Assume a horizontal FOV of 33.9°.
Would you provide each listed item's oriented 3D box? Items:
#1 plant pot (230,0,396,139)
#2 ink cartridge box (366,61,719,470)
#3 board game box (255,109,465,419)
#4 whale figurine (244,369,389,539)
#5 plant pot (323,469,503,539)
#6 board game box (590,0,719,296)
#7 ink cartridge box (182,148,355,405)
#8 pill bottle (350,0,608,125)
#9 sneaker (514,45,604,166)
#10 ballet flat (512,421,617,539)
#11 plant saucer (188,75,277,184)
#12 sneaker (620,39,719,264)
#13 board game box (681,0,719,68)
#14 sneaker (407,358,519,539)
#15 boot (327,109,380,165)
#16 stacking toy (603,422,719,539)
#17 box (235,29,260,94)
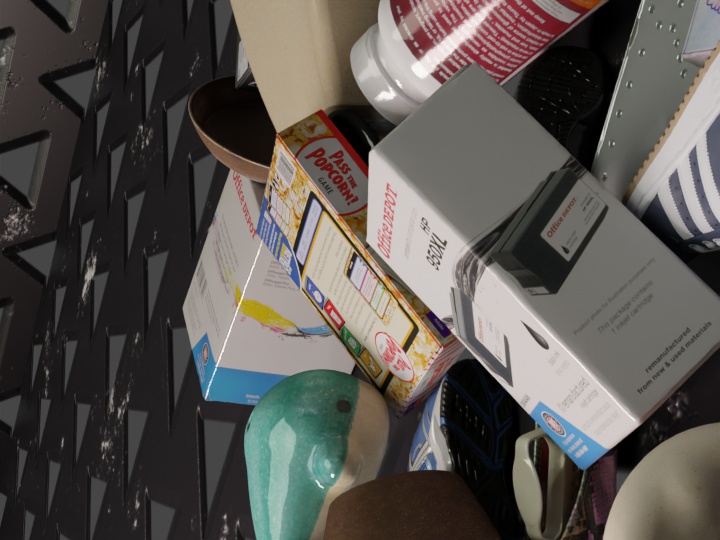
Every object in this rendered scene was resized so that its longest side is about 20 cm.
[{"bbox_3d":[0.004,-0.213,1.026,0.199,0.198,0.179,166,101,-64],"label":"plant pot"},{"bbox_3d":[0.097,0.002,0.670,0.200,0.084,0.145,47,166,13],"label":"ink cartridge box"},{"bbox_3d":[0.000,0.000,0.904,0.201,0.046,0.152,52,156,14],"label":"board game box"},{"bbox_3d":[-0.051,0.167,0.902,0.159,0.103,0.201,125,167,-57],"label":"whale figurine"},{"bbox_3d":[0.042,0.236,0.737,0.187,0.185,0.202,-50,44,49],"label":"plant pot"},{"bbox_3d":[0.210,-0.074,0.697,0.200,0.026,0.202,-140,63,-63],"label":"board game box"},{"bbox_3d":[-0.071,0.011,1.152,0.148,0.143,0.201,-113,39,-51],"label":"ink cartridge box"},{"bbox_3d":[0.086,-0.192,0.857,0.200,0.112,0.114,-37,47,37],"label":"pill bottle"},{"bbox_3d":[0.125,-0.055,0.823,0.105,0.059,0.201,86,-161,-53],"label":"sneaker"},{"bbox_3d":[0.130,0.102,0.756,0.069,0.071,0.202,-14,69,57],"label":"ballet flat"},{"bbox_3d":[-0.070,-0.130,1.138,0.201,0.198,0.035,-114,34,-51],"label":"plant saucer"},{"bbox_3d":[0.199,-0.032,0.588,0.109,0.070,0.201,55,155,24],"label":"sneaker"},{"bbox_3d":[0.260,-0.198,0.568,0.200,0.041,0.202,10,83,64],"label":"board game box"},{"bbox_3d":[0.072,0.171,0.876,0.077,0.075,0.202,134,149,-63],"label":"sneaker"},{"bbox_3d":[0.009,-0.029,0.977,0.144,0.072,0.202,150,97,-78],"label":"boot"},{"bbox_3d":[0.168,0.170,0.618,0.200,0.144,0.148,115,157,-69],"label":"stacking toy"},{"bbox_3d":[-0.038,-0.260,1.160,0.044,0.159,0.202,145,130,-60],"label":"box"}]
